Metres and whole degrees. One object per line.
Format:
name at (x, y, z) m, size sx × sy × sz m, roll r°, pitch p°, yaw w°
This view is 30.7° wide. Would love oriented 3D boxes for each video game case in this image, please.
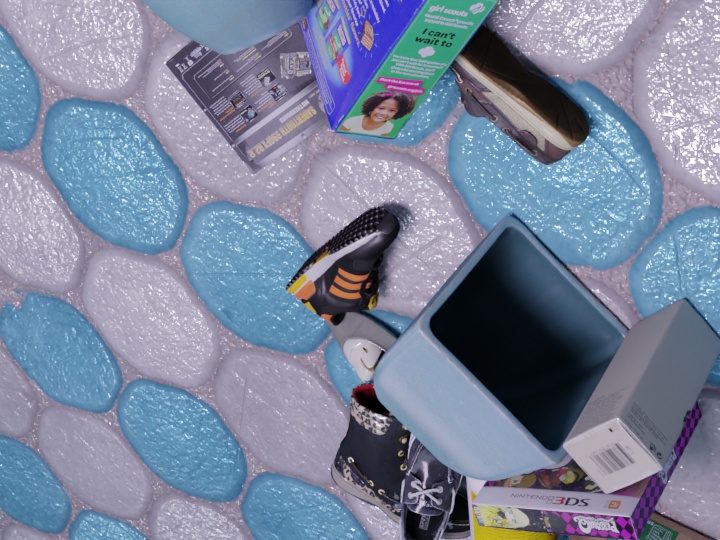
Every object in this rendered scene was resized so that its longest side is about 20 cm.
video game case at (0.237, 0.197, 1.365) m, size 0.181 × 0.200 × 0.036 m, roll -2°, pitch 121°, yaw 37°

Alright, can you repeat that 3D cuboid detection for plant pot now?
plant pot at (-0.118, -0.281, 1.222) m, size 0.200 × 0.200 × 0.135 m, roll -11°, pitch 113°, yaw 40°
plant pot at (0.126, 0.103, 1.386) m, size 0.196 × 0.196 × 0.200 m, roll 45°, pitch 142°, yaw -3°

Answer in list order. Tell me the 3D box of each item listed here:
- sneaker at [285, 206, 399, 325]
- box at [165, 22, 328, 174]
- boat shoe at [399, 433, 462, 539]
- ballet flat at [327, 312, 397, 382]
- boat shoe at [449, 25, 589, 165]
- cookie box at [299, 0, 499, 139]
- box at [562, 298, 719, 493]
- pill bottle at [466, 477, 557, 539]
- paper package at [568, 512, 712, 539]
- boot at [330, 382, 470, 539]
sneaker at (0.000, 0.000, 1.482) m, size 0.090 × 0.070 × 0.200 m, roll 44°, pitch 140°, yaw -10°
box at (-0.094, -0.212, 1.394) m, size 0.158 × 0.048 × 0.200 m, roll 51°, pitch 135°, yaw -10°
boat shoe at (0.079, 0.256, 1.532) m, size 0.072 × 0.068 × 0.200 m, roll 15°, pitch 124°, yaw 7°
ballet flat at (0.035, 0.116, 1.545) m, size 0.200 × 0.064 × 0.067 m, roll 34°, pitch 136°, yaw 9°
boat shoe at (0.124, -0.173, 1.251) m, size 0.200 × 0.073 × 0.065 m, roll 41°, pitch 131°, yaw 1°
cookie box at (0.026, -0.248, 1.201) m, size 0.200 × 0.075 × 0.171 m, roll -51°, pitch 47°, yaw 47°
box at (0.277, 0.119, 1.276) m, size 0.068 × 0.200 × 0.082 m, roll 48°, pitch 137°, yaw -6°
pill bottle at (0.176, 0.263, 1.529) m, size 0.104 × 0.104 × 0.200 m, roll 13°, pitch 130°, yaw 27°
paper package at (0.328, 0.378, 1.511) m, size 0.200 × 0.103 × 0.191 m, roll 24°, pitch 132°, yaw 20°
boot at (0.062, 0.235, 1.613) m, size 0.203 × 0.073 × 0.154 m, roll 23°, pitch 130°, yaw 17°
